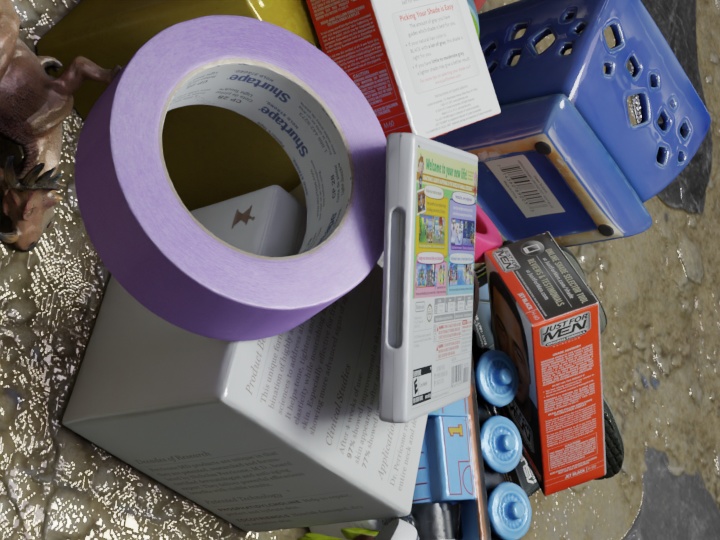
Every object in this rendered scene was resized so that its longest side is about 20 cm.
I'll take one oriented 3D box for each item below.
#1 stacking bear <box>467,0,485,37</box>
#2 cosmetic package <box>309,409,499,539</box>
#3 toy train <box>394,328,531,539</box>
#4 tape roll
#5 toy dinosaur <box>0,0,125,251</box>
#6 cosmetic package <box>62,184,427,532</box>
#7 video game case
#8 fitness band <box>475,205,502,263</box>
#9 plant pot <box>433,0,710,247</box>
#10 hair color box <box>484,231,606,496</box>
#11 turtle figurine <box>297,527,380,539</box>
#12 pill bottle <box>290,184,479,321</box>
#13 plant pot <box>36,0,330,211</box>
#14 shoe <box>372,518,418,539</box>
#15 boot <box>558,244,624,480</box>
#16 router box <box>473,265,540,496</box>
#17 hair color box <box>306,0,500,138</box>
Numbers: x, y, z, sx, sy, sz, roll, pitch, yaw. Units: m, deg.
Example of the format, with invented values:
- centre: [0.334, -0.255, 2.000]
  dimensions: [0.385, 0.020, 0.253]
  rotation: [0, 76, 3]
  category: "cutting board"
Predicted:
- centre: [0.051, -0.195, 1.299]
  dimensions: [0.114, 0.121, 0.201]
  rotation: [99, 1, -48]
  category: "stacking bear"
- centre: [0.037, 0.162, 1.242]
  dimensions: [0.102, 0.074, 0.200]
  rotation: [59, 42, -18]
  category: "cosmetic package"
- centre: [0.067, 0.141, 1.170]
  dimensions: [0.114, 0.087, 0.201]
  rotation: [5, 75, -38]
  category: "toy train"
- centre: [-0.078, -0.060, 0.945]
  dimensions: [0.199, 0.066, 0.201]
  rotation: [13, 63, -27]
  category: "tape roll"
- centre: [-0.244, -0.121, 0.992]
  dimensions: [0.200, 0.086, 0.136]
  rotation: [49, 54, -21]
  category: "toy dinosaur"
- centre: [-0.070, 0.071, 1.070]
  dimensions: [0.200, 0.166, 0.168]
  rotation: [38, 53, -37]
  category: "cosmetic package"
- centre: [0.049, 0.004, 1.019]
  dimensions: [0.200, 0.022, 0.183]
  rotation: [-1, 93, -74]
  category: "video game case"
- centre: [0.043, -0.071, 1.247]
  dimensions: [0.143, 0.037, 0.200]
  rotation: [28, 17, -42]
  category: "fitness band"
- centre: [0.187, -0.133, 1.408]
  dimensions: [0.200, 0.199, 0.180]
  rotation: [49, 53, -29]
  category: "plant pot"
- centre: [0.154, 0.079, 1.220]
  dimensions: [0.102, 0.061, 0.201]
  rotation: [-118, -166, -49]
  category: "hair color box"
- centre: [-0.020, 0.280, 1.110]
  dimensions: [0.199, 0.064, 0.162]
  rotation: [0, 94, -34]
  category: "turtle figurine"
- centre: [0.000, 0.000, 1.215]
  dimensions: [0.200, 0.109, 0.110]
  rotation: [29, 59, -41]
  category: "pill bottle"
- centre: [-0.080, -0.162, 1.115]
  dimensions: [0.200, 0.176, 0.200]
  rotation: [56, 45, -23]
  category: "plant pot"
- centre: [0.009, 0.281, 1.046]
  dimensions: [0.091, 0.071, 0.201]
  rotation: [31, 90, -3]
  category: "shoe"
- centre: [0.208, 0.082, 1.374]
  dimensions: [0.201, 0.067, 0.131]
  rotation: [63, 37, -18]
  category: "boot"
- centre: [0.139, 0.098, 1.384]
  dimensions: [0.150, 0.062, 0.201]
  rotation: [-29, 102, -48]
  category: "router box"
- centre: [0.020, -0.191, 1.055]
  dimensions: [0.111, 0.064, 0.201]
  rotation: [-23, 99, -48]
  category: "hair color box"
